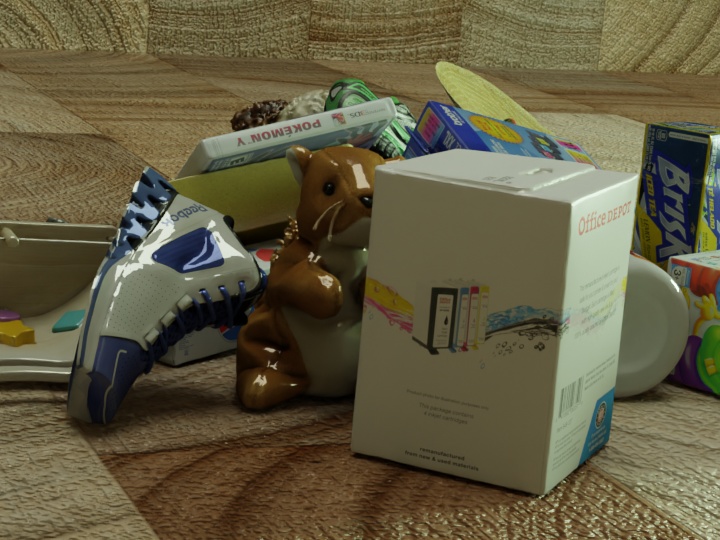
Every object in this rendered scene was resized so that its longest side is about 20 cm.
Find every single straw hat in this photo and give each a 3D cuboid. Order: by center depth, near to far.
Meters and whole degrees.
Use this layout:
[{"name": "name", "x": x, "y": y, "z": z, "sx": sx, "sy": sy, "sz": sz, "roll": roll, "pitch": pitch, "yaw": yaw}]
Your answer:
[{"name": "straw hat", "x": 0.129, "y": -0.112, "z": 1.821, "sx": 0.201, "sy": 0.085, "sz": 0.201, "roll": 33, "pitch": 21, "yaw": -14}]

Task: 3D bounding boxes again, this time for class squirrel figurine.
[{"name": "squirrel figurine", "x": -0.026, "y": -0.007, "z": 1.391, "sx": 0.141, "sy": 0.187, "sz": 0.200, "roll": 2, "pitch": 13, "yaw": -11}]

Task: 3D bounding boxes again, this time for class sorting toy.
[{"name": "sorting toy", "x": -0.258, "y": 0.034, "z": 1.355, "sx": 0.200, "sy": 0.107, "sz": 0.180, "roll": 3, "pitch": 21, "yaw": -22}]

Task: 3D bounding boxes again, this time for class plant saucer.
[{"name": "plant saucer", "x": -0.119, "y": -0.034, "z": 1.594, "sx": 0.200, "sy": 0.048, "sz": 0.200, "roll": -13, "pitch": -14, "yaw": -29}]

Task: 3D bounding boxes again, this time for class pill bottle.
[{"name": "pill bottle", "x": 0.182, "y": 0.024, "z": 1.500, "sx": 0.113, "sy": 0.113, "sz": 0.200, "roll": 2, "pitch": 13, "yaw": -13}]

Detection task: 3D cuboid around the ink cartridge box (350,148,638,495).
[{"name": "ink cartridge box", "x": 0.093, "y": 0.027, "z": 1.252, "sx": 0.145, "sy": 0.200, "sz": 0.147, "roll": 11, "pitch": 13, "yaw": 24}]

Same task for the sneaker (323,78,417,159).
[{"name": "sneaker", "x": 0.042, "y": -0.117, "z": 1.726, "sx": 0.078, "sy": 0.085, "sz": 0.200, "roll": -14, "pitch": -32, "yaw": 37}]

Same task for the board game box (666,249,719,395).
[{"name": "board game box", "x": 0.349, "y": 0.055, "z": 1.448, "sx": 0.105, "sy": 0.103, "sz": 0.200, "roll": -7, "pitch": 17, "yaw": -43}]

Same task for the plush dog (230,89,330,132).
[{"name": "plush dog", "x": -0.042, "y": -0.091, "z": 1.785, "sx": 0.200, "sy": 0.172, "sz": 0.160, "roll": 1, "pitch": 12, "yaw": -11}]

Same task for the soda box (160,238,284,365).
[{"name": "soda box", "x": -0.106, "y": 0.022, "z": 1.499, "sx": 0.068, "sy": 0.064, "sz": 0.200, "roll": 13, "pitch": 17, "yaw": 37}]

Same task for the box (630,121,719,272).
[{"name": "box", "x": 0.274, "y": -0.024, "z": 1.547, "sx": 0.070, "sy": 0.200, "sz": 0.064, "roll": 16, "pitch": 16, "yaw": 43}]

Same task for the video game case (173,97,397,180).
[{"name": "video game case", "x": -0.082, "y": -0.084, "z": 1.600, "sx": 0.182, "sy": 0.023, "sz": 0.200, "roll": -15, "pitch": -14, "yaw": -26}]

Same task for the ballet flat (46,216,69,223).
[{"name": "ballet flat", "x": -0.200, "y": -0.028, "z": 1.707, "sx": 0.200, "sy": 0.057, "sz": 0.066, "roll": -7, "pitch": 18, "yaw": -31}]

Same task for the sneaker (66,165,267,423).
[{"name": "sneaker", "x": -0.129, "y": 0.020, "z": 1.292, "sx": 0.115, "sy": 0.081, "sz": 0.200, "roll": 18, "pitch": 52, "yaw": -3}]

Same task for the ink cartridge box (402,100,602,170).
[{"name": "ink cartridge box", "x": 0.125, "y": -0.078, "z": 1.633, "sx": 0.200, "sy": 0.076, "sz": 0.136, "roll": 11, "pitch": 26, "yaw": -28}]
